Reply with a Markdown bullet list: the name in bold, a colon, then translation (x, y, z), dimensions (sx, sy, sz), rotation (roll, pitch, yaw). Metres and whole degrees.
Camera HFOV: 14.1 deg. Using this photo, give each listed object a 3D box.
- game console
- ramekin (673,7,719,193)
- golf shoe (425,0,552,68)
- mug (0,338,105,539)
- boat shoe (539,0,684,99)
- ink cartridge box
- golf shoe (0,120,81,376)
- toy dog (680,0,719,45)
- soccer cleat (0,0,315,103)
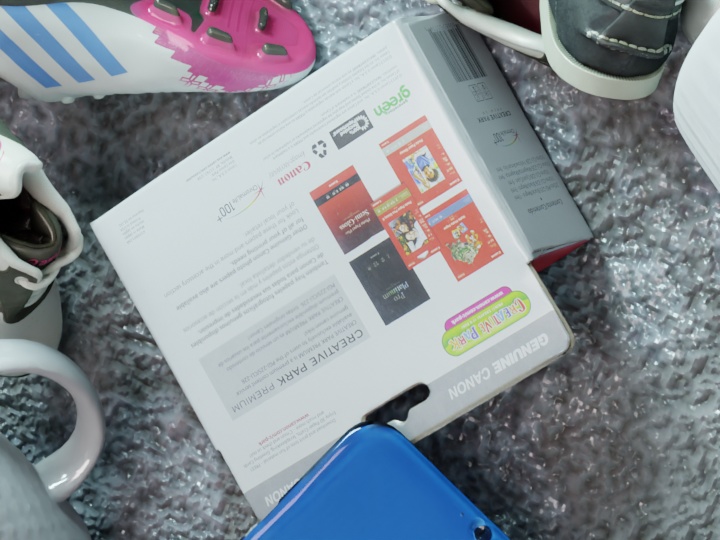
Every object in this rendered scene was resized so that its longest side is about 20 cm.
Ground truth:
- **game console**: translation (0.003, 0.189, 1.418), dimensions (0.200, 0.118, 0.171), rotation (45, 149, -13)
- **ramekin**: translation (0.228, -0.085, 1.222), dimensions (0.200, 0.200, 0.098), rotation (-46, 67, 24)
- **golf shoe**: translation (0.049, -0.157, 1.361), dimensions (0.200, 0.088, 0.077), rotation (31, 111, 22)
- **mug**: translation (-0.218, 0.111, 1.455), dimensions (0.200, 0.175, 0.148), rotation (-36, 44, 1)
- **boat shoe**: translation (0.103, -0.166, 1.300), dimensions (0.068, 0.072, 0.200), rotation (104, 159, -44)
- **ink cartridge box**: translation (0.000, 0.000, 1.405), dimensions (0.200, 0.084, 0.176), rotation (-31, 84, 27)
- **golf shoe**: translation (-0.180, -0.004, 1.439), dimensions (0.088, 0.200, 0.077), rotation (24, 62, 29)
- **toy dog**: translation (0.207, -0.190, 1.273), dimensions (0.096, 0.132, 0.200), rotation (15, 113, -7)
- **soccer cleat**: translation (-0.124, -0.116, 1.434), dimensions (0.200, 0.070, 0.086), rotation (12, 135, -15)
